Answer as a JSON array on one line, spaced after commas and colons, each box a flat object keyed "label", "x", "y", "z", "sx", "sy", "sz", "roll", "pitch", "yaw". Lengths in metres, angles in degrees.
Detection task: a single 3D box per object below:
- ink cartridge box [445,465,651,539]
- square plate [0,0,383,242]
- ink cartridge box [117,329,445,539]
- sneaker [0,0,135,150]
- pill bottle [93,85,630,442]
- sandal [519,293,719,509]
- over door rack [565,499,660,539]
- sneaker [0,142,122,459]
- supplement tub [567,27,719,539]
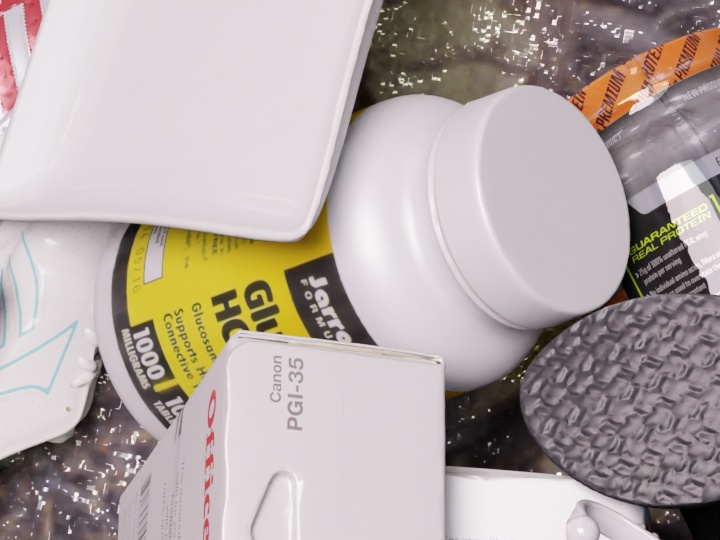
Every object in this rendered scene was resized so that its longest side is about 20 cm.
[{"label": "ink cartridge box", "x": 0.065, "y": 0.181, "z": 0.970, "sx": 0.083, "sy": 0.146, "sz": 0.202, "roll": 1, "pitch": 80, "yaw": 7}, {"label": "square plate", "x": -0.051, "y": -0.106, "z": 0.988, "sx": 0.199, "sy": 0.028, "sz": 0.199, "roll": 5, "pitch": 74, "yaw": 48}, {"label": "ink cartridge box", "x": -0.034, "y": 0.126, "z": 0.952, "sx": 0.082, "sy": 0.200, "sz": 0.148, "roll": 7, "pitch": 67, "yaw": -15}, {"label": "sneaker", "x": -0.155, "y": -0.102, "z": 1.099, "sx": 0.112, "sy": 0.071, "sz": 0.200, "roll": 41, "pitch": 89, "yaw": 11}, {"label": "pill bottle", "x": 0.000, "y": 0.000, "z": 0.988, "sx": 0.199, "sy": 0.112, "sz": 0.113, "roll": -21, "pitch": 73, "yaw": 42}, {"label": "sandal", "x": 0.156, "y": 0.041, "z": 0.907, "sx": 0.199, "sy": 0.048, "sz": 0.076, "roll": -11, "pitch": 72, "yaw": 13}, {"label": "over door rack", "x": 0.120, "y": 0.186, "z": 0.833, "sx": 0.199, "sy": 0.067, "sz": 0.148, "roll": 31, "pitch": 105, "yaw": 12}, {"label": "sneaker", "x": -0.131, "y": 0.023, "z": 1.078, "sx": 0.080, "sy": 0.070, "sz": 0.201, "roll": 40, "pitch": 94, "yaw": 6}, {"label": "supplement tub", "x": 0.151, "y": 0.016, "z": 1.001, "sx": 0.122, "sy": 0.123, "sz": 0.201, "roll": -26, "pitch": 77, "yaw": 3}]
